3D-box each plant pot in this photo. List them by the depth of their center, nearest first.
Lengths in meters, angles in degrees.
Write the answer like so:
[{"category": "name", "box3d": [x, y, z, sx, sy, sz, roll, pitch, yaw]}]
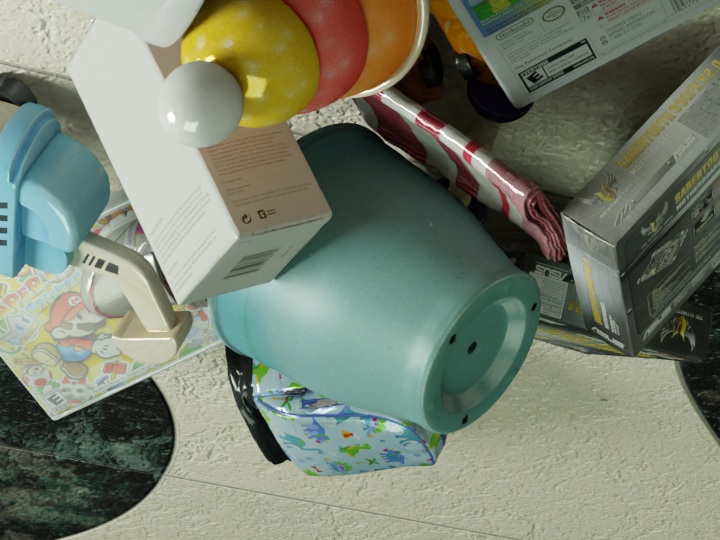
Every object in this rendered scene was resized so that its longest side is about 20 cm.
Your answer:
[{"category": "plant pot", "box3d": [0.023, 0.020, 1.285, 0.188, 0.200, 0.200, 33, 162, 31]}]

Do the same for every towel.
[{"category": "towel", "box3d": [0.057, -0.084, 1.218, 0.200, 0.023, 0.144, 37, 178, 23]}]

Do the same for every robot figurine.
[{"category": "robot figurine", "box3d": [0.037, -0.185, 1.169, 0.145, 0.058, 0.200, -11, 146, 21]}]

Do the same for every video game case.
[{"category": "video game case", "box3d": [0.153, -0.206, 1.104, 0.200, 0.022, 0.182, -27, 141, 11]}, {"category": "video game case", "box3d": [-0.220, 0.028, 1.473, 0.200, 0.023, 0.182, -25, 129, 7]}]

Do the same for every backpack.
[{"category": "backpack", "box3d": [-0.008, 0.120, 1.609, 0.200, 0.154, 0.163, -16, 139, 6]}]

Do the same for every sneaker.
[{"category": "sneaker", "box3d": [-0.140, -0.011, 1.389, 0.200, 0.088, 0.081, -29, 129, 14]}]

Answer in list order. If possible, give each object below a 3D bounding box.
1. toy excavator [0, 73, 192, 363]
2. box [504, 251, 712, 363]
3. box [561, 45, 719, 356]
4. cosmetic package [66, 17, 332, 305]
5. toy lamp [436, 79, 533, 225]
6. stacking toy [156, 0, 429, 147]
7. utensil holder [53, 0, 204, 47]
[{"category": "toy excavator", "box3d": [-0.222, -0.028, 1.318, 0.200, 0.100, 0.195, 19, 133, 8]}, {"category": "box", "box3d": [0.165, 0.030, 1.441, 0.200, 0.048, 0.158, 17, 172, -30]}, {"category": "box", "box3d": [0.233, -0.054, 1.238, 0.048, 0.200, 0.158, 35, 164, 31]}, {"category": "cosmetic package", "box3d": [-0.114, -0.092, 1.190, 0.085, 0.200, 0.108, -15, 163, -36]}, {"category": "toy lamp", "box3d": [0.086, -0.081, 1.339, 0.058, 0.058, 0.200, 9, 147, -9]}, {"category": "stacking toy", "box3d": [-0.061, -0.135, 1.032, 0.146, 0.200, 0.146, 17, 128, 23]}, {"category": "utensil holder", "box3d": [-0.177, -0.242, 0.996, 0.200, 0.170, 0.170, 18, 145, -19]}]
